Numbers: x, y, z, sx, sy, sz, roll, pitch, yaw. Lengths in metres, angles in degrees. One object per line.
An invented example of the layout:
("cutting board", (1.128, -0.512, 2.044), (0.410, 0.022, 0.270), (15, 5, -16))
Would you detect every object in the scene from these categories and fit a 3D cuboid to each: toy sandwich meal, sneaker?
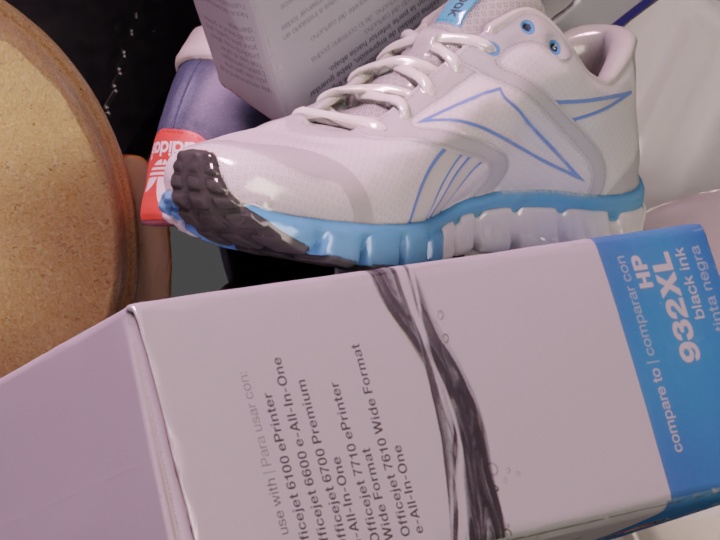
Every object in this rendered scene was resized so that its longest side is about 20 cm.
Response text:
("toy sandwich meal", (-0.156, -0.006, 0.745), (0.205, 0.070, 0.206), (0, 89, -26))
("sneaker", (0.018, -0.047, 0.705), (0.200, 0.075, 0.087), (-7, 108, -51))
("sneaker", (0.000, 0.000, 0.810), (0.200, 0.075, 0.085), (36, 67, -34))

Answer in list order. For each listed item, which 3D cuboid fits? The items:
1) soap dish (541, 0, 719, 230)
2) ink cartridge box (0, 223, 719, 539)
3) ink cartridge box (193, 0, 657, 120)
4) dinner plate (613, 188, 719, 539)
("soap dish", (0.088, -0.084, 0.863), (0.200, 0.081, 0.158), (33, 76, -25))
("ink cartridge box", (-0.006, 0.054, 0.679), (0.200, 0.145, 0.084), (-8, 78, -36))
("ink cartridge box", (0.025, -0.141, 0.738), (0.200, 0.041, 0.200), (-38, 131, -25))
("dinner plate", (0.145, 0.065, 0.800), (0.200, 0.024, 0.201), (3, 75, -10))
